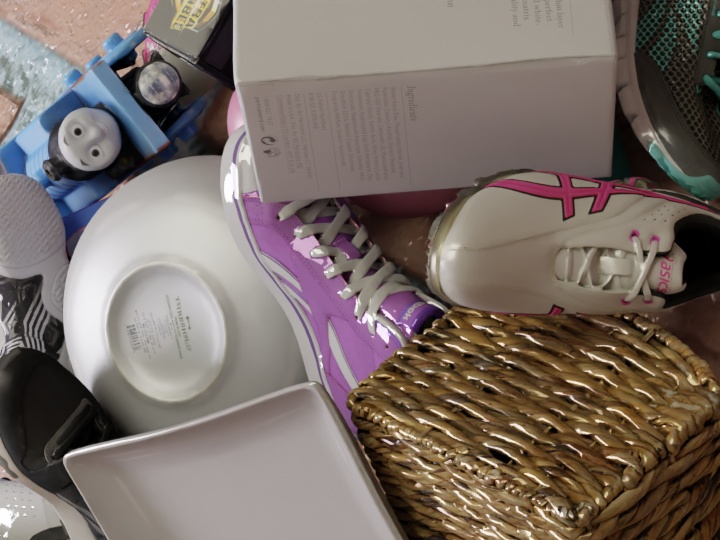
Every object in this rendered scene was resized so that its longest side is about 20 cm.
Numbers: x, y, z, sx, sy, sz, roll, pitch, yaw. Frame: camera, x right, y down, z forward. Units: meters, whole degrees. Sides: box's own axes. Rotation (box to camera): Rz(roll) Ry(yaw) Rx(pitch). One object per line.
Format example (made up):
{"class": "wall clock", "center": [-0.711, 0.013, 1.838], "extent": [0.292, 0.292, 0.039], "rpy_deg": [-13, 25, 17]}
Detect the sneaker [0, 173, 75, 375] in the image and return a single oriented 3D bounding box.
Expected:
{"class": "sneaker", "center": [-0.232, 0.046, 1.651], "extent": [0.115, 0.075, 0.201], "rpy_deg": [-18, 81, 44]}

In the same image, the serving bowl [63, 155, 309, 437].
{"class": "serving bowl", "center": [-0.101, 0.033, 1.551], "extent": [0.199, 0.066, 0.201], "rpy_deg": [4, 100, 27]}

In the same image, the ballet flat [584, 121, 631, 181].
{"class": "ballet flat", "center": [0.112, -0.107, 1.494], "extent": [0.070, 0.067, 0.201], "rpy_deg": [-40, 42, 43]}

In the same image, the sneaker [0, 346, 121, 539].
{"class": "sneaker", "center": [-0.143, 0.123, 1.536], "extent": [0.087, 0.200, 0.076], "rpy_deg": [-2, 41, 39]}

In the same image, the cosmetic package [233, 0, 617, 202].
{"class": "cosmetic package", "center": [0.034, -0.156, 1.414], "extent": [0.199, 0.123, 0.200], "rpy_deg": [-4, 59, 4]}

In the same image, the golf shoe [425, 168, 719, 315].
{"class": "golf shoe", "center": [0.123, -0.013, 1.336], "extent": [0.092, 0.199, 0.073], "rpy_deg": [17, 108, 48]}

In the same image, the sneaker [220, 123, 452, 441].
{"class": "sneaker", "center": [0.001, 0.000, 1.456], "extent": [0.073, 0.201, 0.114], "rpy_deg": [-33, 12, -31]}

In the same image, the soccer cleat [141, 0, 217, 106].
{"class": "soccer cleat", "center": [-0.083, -0.204, 1.726], "extent": [0.086, 0.070, 0.201], "rpy_deg": [9, 76, 47]}

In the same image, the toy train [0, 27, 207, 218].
{"class": "toy train", "center": [-0.175, -0.087, 1.693], "extent": [0.114, 0.087, 0.200], "rpy_deg": [-43, 8, -21]}

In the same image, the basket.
{"class": "basket", "center": [0.115, 0.113, 1.374], "extent": [0.143, 0.149, 0.200], "rpy_deg": [-38, 36, -24]}

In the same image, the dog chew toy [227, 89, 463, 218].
{"class": "dog chew toy", "center": [-0.006, -0.093, 1.558], "extent": [0.200, 0.124, 0.125], "rpy_deg": [0, 69, 49]}

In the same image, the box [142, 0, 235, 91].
{"class": "box", "center": [-0.045, -0.208, 1.625], "extent": [0.046, 0.159, 0.200], "rpy_deg": [30, 91, 20]}

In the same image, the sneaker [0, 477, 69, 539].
{"class": "sneaker", "center": [-0.211, 0.167, 1.669], "extent": [0.080, 0.074, 0.200], "rpy_deg": [-49, 41, -16]}

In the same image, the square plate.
{"class": "square plate", "center": [-0.047, 0.161, 1.444], "extent": [0.200, 0.199, 0.028], "rpy_deg": [-18, 19, 38]}

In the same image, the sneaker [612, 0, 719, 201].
{"class": "sneaker", "center": [0.188, -0.134, 1.428], "extent": [0.091, 0.078, 0.201], "rpy_deg": [-25, 55, 27]}

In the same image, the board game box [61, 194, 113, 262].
{"class": "board game box", "center": [-0.181, 0.036, 1.683], "extent": [0.200, 0.045, 0.135], "rpy_deg": [-21, 75, 36]}
